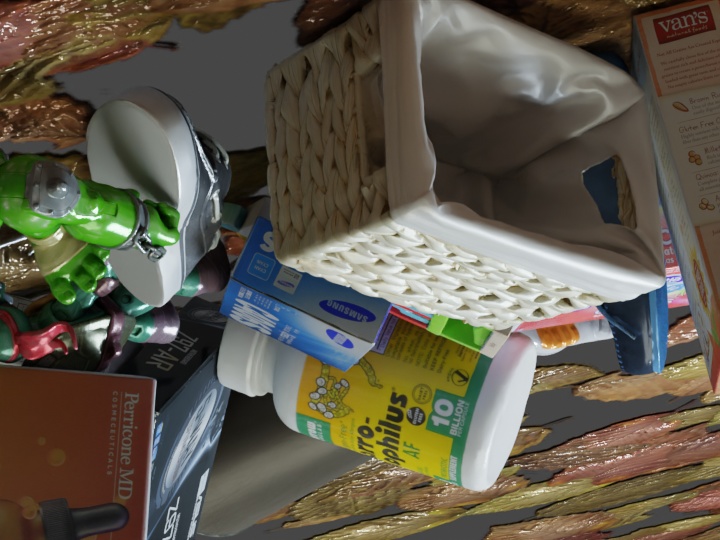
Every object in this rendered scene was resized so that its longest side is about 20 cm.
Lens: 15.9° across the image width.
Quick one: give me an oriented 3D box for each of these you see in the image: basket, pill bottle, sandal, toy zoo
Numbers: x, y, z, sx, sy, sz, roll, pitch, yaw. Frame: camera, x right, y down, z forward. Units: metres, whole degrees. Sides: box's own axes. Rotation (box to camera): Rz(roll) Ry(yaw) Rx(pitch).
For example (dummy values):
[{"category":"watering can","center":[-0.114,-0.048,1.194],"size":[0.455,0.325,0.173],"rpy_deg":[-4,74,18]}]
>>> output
[{"category":"basket","center":[-0.047,0.100,1.910],"size":[0.200,0.136,0.180],"rpy_deg":[-27,167,30]},{"category":"basket","center":[0.055,-0.053,1.404],"size":[0.200,0.136,0.123],"rpy_deg":[17,151,-42]},{"category":"pill bottle","center":[0.010,0.069,1.756],"size":[0.200,0.113,0.113],"rpy_deg":[18,169,13]},{"category":"sandal","center":[0.129,0.032,1.905],"size":[0.059,0.079,0.207],"rpy_deg":[-25,162,29]},{"category":"toy zoo","center":[0.000,0.000,1.607],"size":[0.200,0.020,0.131],"rpy_deg":[24,172,2]}]

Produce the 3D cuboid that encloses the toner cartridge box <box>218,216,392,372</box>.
[{"category":"toner cartridge box","center":[-0.034,0.017,1.584],"size":[0.095,0.043,0.200],"rpy_deg":[24,172,-1]}]

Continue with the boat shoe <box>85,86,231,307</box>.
[{"category":"boat shoe","center":[-0.106,-0.052,1.458],"size":[0.068,0.072,0.200],"rpy_deg":[-43,160,-23]}]

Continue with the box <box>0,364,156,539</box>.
[{"category":"box","center":[-0.230,0.140,1.564],"size":[0.200,0.153,0.106],"rpy_deg":[4,164,-7]}]

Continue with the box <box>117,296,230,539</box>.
[{"category":"box","center":[-0.146,0.139,1.776],"size":[0.043,0.200,0.160],"rpy_deg":[21,-152,12]}]

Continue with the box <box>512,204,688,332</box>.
[{"category":"box","center":[0.164,-0.026,1.699],"size":[0.200,0.095,0.103],"rpy_deg":[-9,163,-16]}]

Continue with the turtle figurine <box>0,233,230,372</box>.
[{"category":"turtle figurine","center":[-0.180,0.019,1.591],"size":[0.150,0.101,0.200],"rpy_deg":[-21,170,41]}]

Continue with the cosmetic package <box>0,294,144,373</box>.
[{"category":"cosmetic package","center":[-0.189,0.072,1.784],"size":[0.082,0.051,0.200],"rpy_deg":[15,168,11]}]

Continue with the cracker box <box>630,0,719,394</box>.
[{"category":"cracker box","center":[0.207,-0.042,1.487],"size":[0.058,0.200,0.134],"rpy_deg":[-15,164,1]}]

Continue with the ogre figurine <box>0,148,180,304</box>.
[{"category":"ogre figurine","center":[-0.210,-0.037,1.367],"size":[0.200,0.098,0.120],"rpy_deg":[24,174,15]}]

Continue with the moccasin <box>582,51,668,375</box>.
[{"category":"moccasin","center":[0.142,-0.033,1.541],"size":[0.068,0.200,0.080],"rpy_deg":[-8,-165,12]}]
